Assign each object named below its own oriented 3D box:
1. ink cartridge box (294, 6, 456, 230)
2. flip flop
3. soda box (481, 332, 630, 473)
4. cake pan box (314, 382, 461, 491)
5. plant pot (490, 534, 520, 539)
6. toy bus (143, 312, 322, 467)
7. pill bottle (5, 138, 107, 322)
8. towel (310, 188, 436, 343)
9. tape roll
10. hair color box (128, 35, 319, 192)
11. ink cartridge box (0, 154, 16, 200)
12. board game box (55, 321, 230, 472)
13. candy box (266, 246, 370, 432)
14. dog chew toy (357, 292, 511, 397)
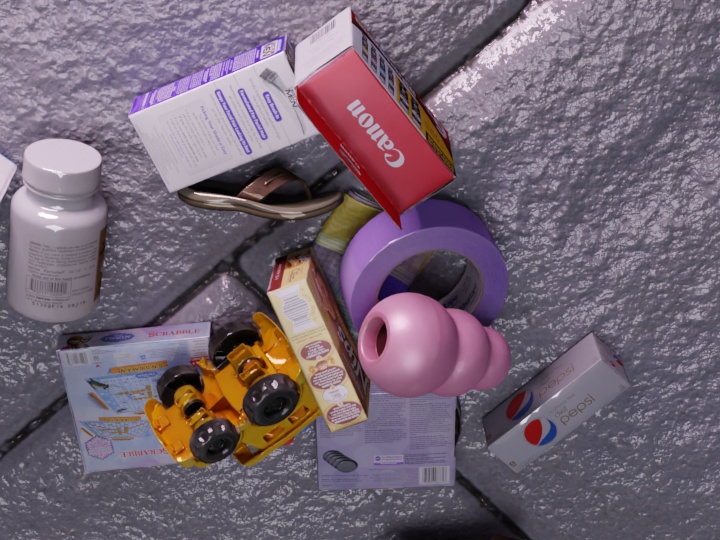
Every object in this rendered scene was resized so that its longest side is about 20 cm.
[{"bbox_3d":[0.017,-0.170,1.482,0.084,0.176,0.200,-34,116,16],"label":"ink cartridge box"},{"bbox_3d":[-0.119,-0.100,1.583,0.200,0.081,0.058,8,105,0],"label":"flip flop"},{"bbox_3d":[0.256,0.176,1.744,0.064,0.068,0.200,40,111,-21],"label":"soda box"},{"bbox_3d":[0.037,0.207,1.768,0.200,0.052,0.184,-3,121,0],"label":"cake pan box"},{"bbox_3d":[0.122,0.457,1.848,0.174,0.200,0.200,11,120,12],"label":"plant pot"},{"bbox_3d":[-0.146,0.182,1.685,0.200,0.136,0.192,-37,142,-3],"label":"toy bus"},{"bbox_3d":[-0.361,-0.049,1.575,0.114,0.114,0.200,8,119,-6],"label":"pill bottle"},{"bbox_3d":[0.000,0.000,1.665,0.144,0.023,0.200,26,115,-16],"label":"towel"},{"bbox_3d":[0.078,0.013,1.626,0.200,0.066,0.200,-8,127,-10],"label":"tape roll"},{"bbox_3d":[-0.155,-0.181,1.536,0.200,0.065,0.109,-20,118,11],"label":"hair color box"},{"bbox_3d":[-0.531,-0.066,1.542,0.147,0.146,0.200,36,113,-19],"label":"ink cartridge box"},{"bbox_3d":[-0.282,0.169,1.742,0.200,0.041,0.200,-5,119,1],"label":"board game box"},{"bbox_3d":[-0.048,0.084,1.620,0.055,0.115,0.200,-19,109,10],"label":"candy box"},{"bbox_3d":[0.097,0.096,1.581,0.200,0.125,0.125,12,121,-32],"label":"dog chew toy"}]
